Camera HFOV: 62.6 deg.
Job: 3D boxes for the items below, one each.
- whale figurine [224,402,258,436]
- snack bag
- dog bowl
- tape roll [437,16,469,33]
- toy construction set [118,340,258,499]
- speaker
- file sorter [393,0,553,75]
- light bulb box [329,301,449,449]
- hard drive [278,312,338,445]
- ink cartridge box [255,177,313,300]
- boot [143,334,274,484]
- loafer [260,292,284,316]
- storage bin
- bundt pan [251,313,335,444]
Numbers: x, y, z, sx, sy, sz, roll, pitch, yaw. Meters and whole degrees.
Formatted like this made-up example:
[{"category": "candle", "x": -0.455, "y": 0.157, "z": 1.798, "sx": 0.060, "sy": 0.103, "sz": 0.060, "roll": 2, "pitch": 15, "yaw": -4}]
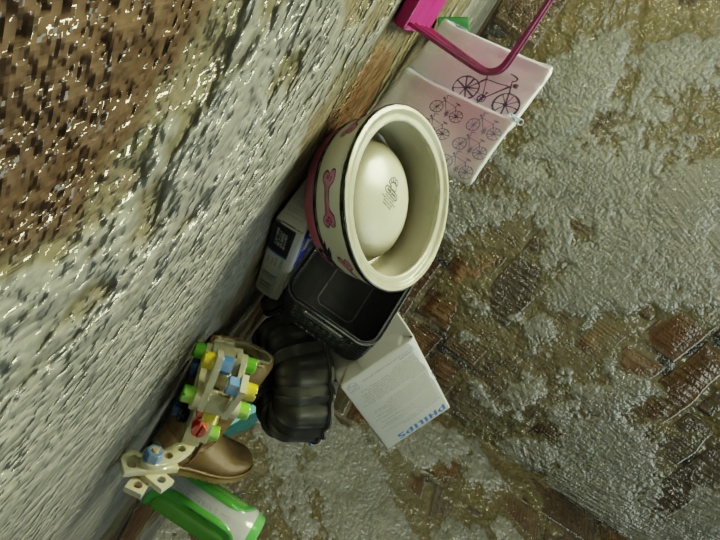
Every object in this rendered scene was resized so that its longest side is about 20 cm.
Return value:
[{"category": "whale figurine", "x": -0.216, "y": 0.224, "z": 0.927, "sx": 0.160, "sy": 0.103, "sz": 0.200, "roll": -56, "pitch": 180, "yaw": 25}, {"category": "snack bag", "x": 0.127, "y": -0.228, "z": 0.775, "sx": 0.200, "sy": 0.188, "sz": 0.021, "roll": -51, "pitch": 154, "yaw": -6}, {"category": "dog bowl", "x": 0.018, "y": -0.080, "z": 0.661, "sx": 0.073, "sy": 0.201, "sz": 0.201, "roll": 7, "pitch": -128, "yaw": 39}, {"category": "tape roll", "x": 0.138, "y": -0.284, "z": 0.919, "sx": 0.200, "sy": 0.048, "sz": 0.203, "roll": 3, "pitch": 90, "yaw": -83}, {"category": "toy construction set", "x": -0.180, "y": 0.161, "z": 0.657, "sx": 0.200, "sy": 0.092, "sz": 0.131, "roll": -50, "pitch": -156, "yaw": 13}, {"category": "speaker", "x": -0.250, "y": 0.365, "z": 0.919, "sx": 0.089, "sy": 0.199, "sz": 0.088, "roll": -56, "pitch": 180, "yaw": 1}, {"category": "file sorter", "x": 0.139, "y": -0.300, "z": 0.652, "sx": 0.139, "sy": 0.125, "sz": 0.200, "roll": -56, "pitch": -179, "yaw": 24}, {"category": "light bulb box", "x": 0.019, "y": 0.129, "z": 0.918, "sx": 0.124, "sy": 0.199, "sz": 0.201, "roll": -32, "pitch": 134, "yaw": -2}, {"category": "hard drive", "x": -0.093, "y": 0.153, "z": 0.936, "sx": 0.200, "sy": 0.025, "sz": 0.133, "roll": 56, "pitch": -40, "yaw": 46}, {"category": "ink cartridge box", "x": -0.055, "y": -0.081, "z": 0.758, "sx": 0.201, "sy": 0.047, "sz": 0.198, "roll": -59, "pitch": 180, "yaw": -29}, {"category": "boot", "x": -0.173, "y": 0.192, "z": 0.793, "sx": 0.174, "sy": 0.066, "sz": 0.201, "roll": 20, "pitch": 110, "yaw": -46}, {"category": "loafer", "x": -0.103, "y": -0.006, "z": 0.918, "sx": 0.071, "sy": 0.063, "sz": 0.200, "roll": -17, "pitch": -158, "yaw": 35}, {"category": "storage bin", "x": 0.000, "y": 0.000, "z": 0.786, "sx": 0.201, "sy": 0.135, "sz": 0.094, "roll": -56, "pitch": 180, "yaw": -22}, {"category": "bundt pan", "x": -0.110, "y": 0.156, "z": 0.860, "sx": 0.201, "sy": 0.075, "sz": 0.204, "roll": 11, "pitch": -77, "yaw": 62}]
